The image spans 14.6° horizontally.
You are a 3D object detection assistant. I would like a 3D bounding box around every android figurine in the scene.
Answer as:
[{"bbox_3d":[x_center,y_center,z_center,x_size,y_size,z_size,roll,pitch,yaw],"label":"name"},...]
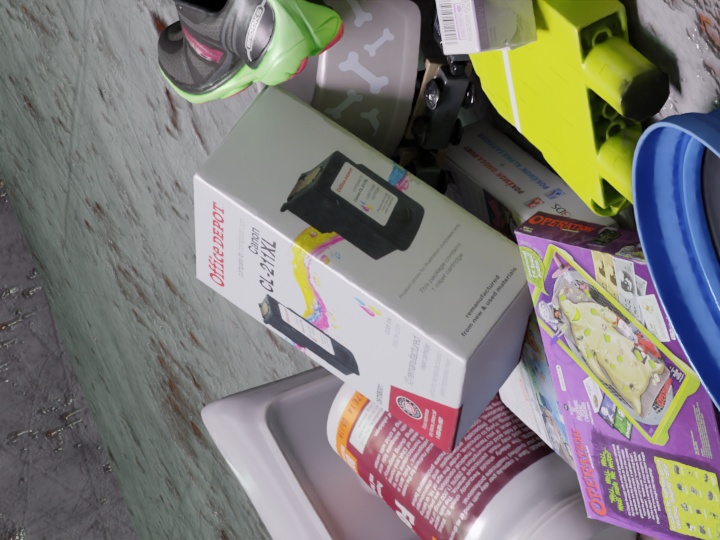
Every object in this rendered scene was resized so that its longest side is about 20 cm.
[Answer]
[{"bbox_3d":[0.106,-0.117,1.510,0.200,0.041,0.183,48,159,48],"label":"android figurine"}]

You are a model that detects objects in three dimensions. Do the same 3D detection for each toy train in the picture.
[{"bbox_3d":[0.044,-0.099,1.671,0.046,0.034,0.201,-114,30,-43],"label":"toy train"}]

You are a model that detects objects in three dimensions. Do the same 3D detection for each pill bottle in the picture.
[{"bbox_3d":[0.080,0.138,1.844,0.200,0.114,0.114,44,157,29],"label":"pill bottle"}]

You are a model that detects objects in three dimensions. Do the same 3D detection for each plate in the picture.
[{"bbox_3d":[0.019,0.133,1.940,0.200,0.199,0.032,57,153,29],"label":"plate"}]

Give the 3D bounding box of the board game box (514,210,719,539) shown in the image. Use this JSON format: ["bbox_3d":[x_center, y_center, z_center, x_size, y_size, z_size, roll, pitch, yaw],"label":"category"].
[{"bbox_3d":[0.158,0.066,1.569,0.120,0.032,0.201,11,129,39],"label":"board game box"}]

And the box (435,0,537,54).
[{"bbox_3d":[0.053,-0.212,1.448,0.041,0.039,0.201,4,105,61],"label":"box"}]

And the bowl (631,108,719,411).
[{"bbox_3d":[0.201,0.012,1.382,0.201,0.039,0.201,58,164,27],"label":"bowl"}]

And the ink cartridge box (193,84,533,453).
[{"bbox_3d":[0.000,0.000,1.673,0.199,0.083,0.146,34,158,13],"label":"ink cartridge box"}]

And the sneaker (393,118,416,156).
[{"bbox_3d":[0.016,-0.067,1.851,0.089,0.078,0.201,38,149,66],"label":"sneaker"}]

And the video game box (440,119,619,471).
[{"bbox_3d":[0.119,0.028,1.701,0.182,0.047,0.201,-132,22,-58],"label":"video game box"}]

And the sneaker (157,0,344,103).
[{"bbox_3d":[-0.072,-0.150,1.630,0.084,0.077,0.200,57,158,-11],"label":"sneaker"}]

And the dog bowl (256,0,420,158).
[{"bbox_3d":[-0.021,-0.163,1.720,0.200,0.058,0.201,177,90,-74],"label":"dog bowl"}]
